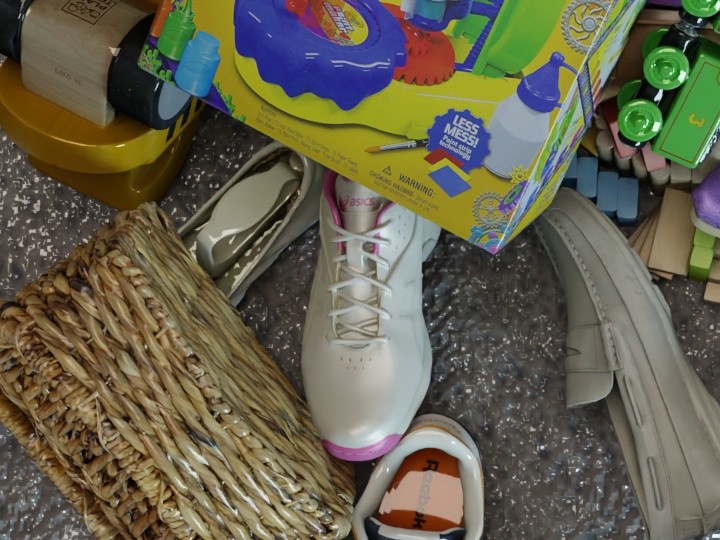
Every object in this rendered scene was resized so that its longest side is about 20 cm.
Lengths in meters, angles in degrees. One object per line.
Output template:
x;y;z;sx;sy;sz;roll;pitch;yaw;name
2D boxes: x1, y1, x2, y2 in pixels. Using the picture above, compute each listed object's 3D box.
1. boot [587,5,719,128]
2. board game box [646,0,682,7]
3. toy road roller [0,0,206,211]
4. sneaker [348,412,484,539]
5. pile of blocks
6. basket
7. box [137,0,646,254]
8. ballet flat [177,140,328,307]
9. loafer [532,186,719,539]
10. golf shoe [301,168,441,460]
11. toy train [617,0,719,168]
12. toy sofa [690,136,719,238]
0.119;-0.103;0.980;0.199;0.074;0.076;-1;90;18;boot
0.156;-0.192;0.923;0.199;0.032;0.121;11;111;19;board game box
-0.127;-0.127;1.061;0.122;0.146;0.200;26;48;13;toy road roller
0.025;0.175;0.986;0.078;0.079;0.201;4;82;6;sneaker
0.158;-0.048;1.012;0.200;0.062;0.082;38;88;14;pile of blocks
-0.115;0.091;0.957;0.149;0.143;0.200;-35;101;9;basket
0.031;-0.147;0.897;0.199;0.122;0.193;27;110;11;box
-0.092;-0.001;1.044;0.069;0.069;0.200;43;89;14;ballet flat
0.138;0.051;0.994;0.069;0.070;0.201;-26;77;-5;loafer
0.000;0.000;0.991;0.075;0.092;0.201;-2;60;14;golf shoe
0.184;-0.139;0.894;0.056;0.042;0.201;23;117;-4;toy train
0.275;-0.034;0.947;0.199;0.083;0.098;31;57;3;toy sofa
